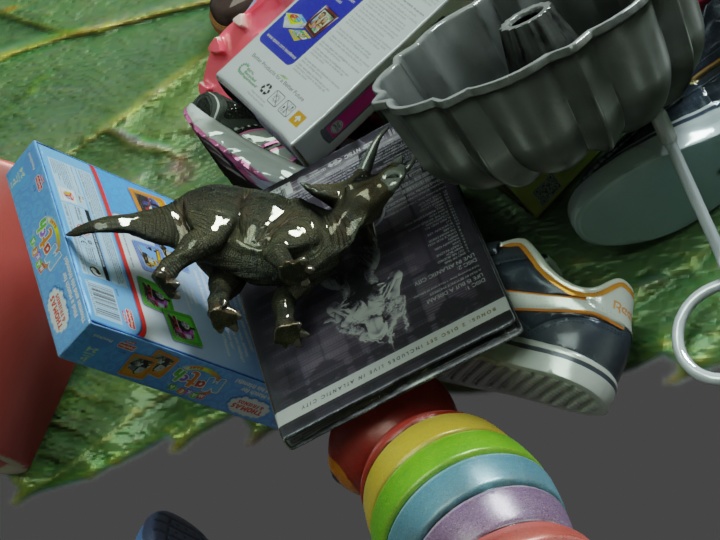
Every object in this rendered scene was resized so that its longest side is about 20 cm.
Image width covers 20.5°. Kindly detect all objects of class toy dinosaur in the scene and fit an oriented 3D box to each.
[{"bbox_3d":[-0.066,-0.015,1.147,0.198,0.078,0.103,-4,38,11],"label":"toy dinosaur"}]

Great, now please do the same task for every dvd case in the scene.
[{"bbox_3d":[0.000,0.000,1.171,0.148,0.016,0.201,-27,43,6],"label":"dvd case"}]

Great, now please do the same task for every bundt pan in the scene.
[{"bbox_3d":[0.110,-0.113,1.131,0.200,0.076,0.202,-27,18,9],"label":"bundt pan"}]

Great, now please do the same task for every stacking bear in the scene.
[{"bbox_3d":[0.045,0.129,1.109,0.113,0.122,0.200,-38,41,2],"label":"stacking bear"}]

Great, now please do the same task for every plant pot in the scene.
[{"bbox_3d":[-0.268,0.031,1.316,0.199,0.200,0.179,3,73,33],"label":"plant pot"}]

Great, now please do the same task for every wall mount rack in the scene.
[{"bbox_3d":[0.247,-0.026,1.087,0.198,0.075,0.175,-23,61,16],"label":"wall mount rack"}]

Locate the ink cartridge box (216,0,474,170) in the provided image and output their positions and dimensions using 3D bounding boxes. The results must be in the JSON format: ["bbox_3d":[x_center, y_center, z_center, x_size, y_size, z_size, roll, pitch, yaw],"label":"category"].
[{"bbox_3d":[0.008,-0.162,1.271,0.200,0.037,0.095,-45,50,-2],"label":"ink cartridge box"}]

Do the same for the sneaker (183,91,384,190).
[{"bbox_3d":[-0.025,-0.073,1.304,0.199,0.081,0.087,32,74,29],"label":"sneaker"}]

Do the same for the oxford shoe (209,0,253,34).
[{"bbox_3d":[-0.042,-0.252,1.416,0.200,0.073,0.071,-45,49,0],"label":"oxford shoe"}]

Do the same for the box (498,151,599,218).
[{"bbox_3d":[0.067,-0.118,1.282,0.075,0.050,0.200,-47,49,-2],"label":"box"}]

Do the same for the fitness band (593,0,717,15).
[{"bbox_3d":[0.182,-0.249,1.225,0.142,0.037,0.202,0,77,10],"label":"fitness band"}]

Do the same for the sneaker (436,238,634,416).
[{"bbox_3d":[0.073,0.025,1.173,0.198,0.078,0.080,14,70,32],"label":"sneaker"}]

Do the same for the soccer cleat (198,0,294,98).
[{"bbox_3d":[-0.046,-0.180,1.375,0.066,0.076,0.201,34,109,26],"label":"soccer cleat"}]

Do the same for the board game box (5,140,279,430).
[{"bbox_3d":[-0.114,0.014,1.213,0.037,0.199,0.152,-45,46,24],"label":"board game box"}]

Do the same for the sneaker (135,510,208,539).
[{"bbox_3d":[-0.114,0.230,1.162,0.082,0.074,0.201,-39,39,25],"label":"sneaker"}]

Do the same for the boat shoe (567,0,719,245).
[{"bbox_3d":[0.200,-0.095,1.178,0.199,0.071,0.091,-30,49,4],"label":"boat shoe"}]
